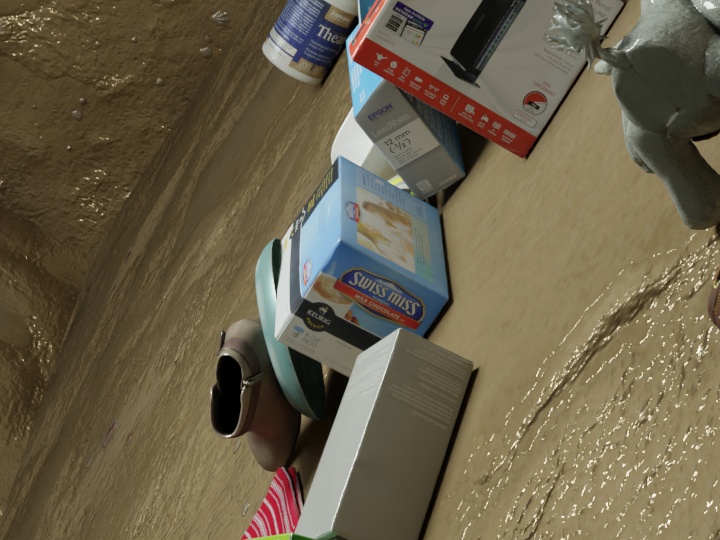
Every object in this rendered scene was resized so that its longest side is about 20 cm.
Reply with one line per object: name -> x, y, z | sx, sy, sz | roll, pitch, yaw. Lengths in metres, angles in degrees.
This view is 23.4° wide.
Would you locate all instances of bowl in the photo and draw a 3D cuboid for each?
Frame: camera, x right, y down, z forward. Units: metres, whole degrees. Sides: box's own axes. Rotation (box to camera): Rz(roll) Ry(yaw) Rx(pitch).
bowl -> 0.047, -0.183, 2.050 | 0.201, 0.074, 0.200 | -60, 15, 14

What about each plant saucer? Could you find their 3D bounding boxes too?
plant saucer -> -0.077, 0.066, 1.864 | 0.027, 0.201, 0.201 | -15, 28, 8

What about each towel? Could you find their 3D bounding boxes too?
towel -> -0.118, 0.317, 1.847 | 0.201, 0.022, 0.145 | -59, 16, 12

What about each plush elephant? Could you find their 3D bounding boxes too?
plush elephant -> 0.239, -0.157, 1.218 | 0.155, 0.199, 0.165 | -51, -4, -41

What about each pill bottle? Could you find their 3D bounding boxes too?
pill bottle -> -0.061, -0.402, 2.721 | 0.201, 0.110, 0.111 | -58, 16, 20

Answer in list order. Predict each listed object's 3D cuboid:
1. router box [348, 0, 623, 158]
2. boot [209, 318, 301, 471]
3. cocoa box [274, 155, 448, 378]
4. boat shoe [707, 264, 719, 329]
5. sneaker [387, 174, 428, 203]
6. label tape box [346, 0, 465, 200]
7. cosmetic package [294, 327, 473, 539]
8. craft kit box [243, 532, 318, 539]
router box -> 0.117, -0.234, 1.649 | 0.180, 0.199, 0.049 | -58, 15, 18
boot -> -0.119, 0.146, 1.856 | 0.146, 0.070, 0.202 | -47, -45, -67
cocoa box -> 0.000, 0.000, 1.773 | 0.132, 0.133, 0.200 | -55, 16, 24
boat shoe -> 0.270, -0.048, 1.061 | 0.201, 0.070, 0.070 | -62, 19, 5
sneaker -> 0.011, -0.031, 1.937 | 0.200, 0.075, 0.077 | -42, 16, 30
label tape box -> 0.030, -0.193, 1.836 | 0.066, 0.200, 0.144 | -29, 37, 19
cosmetic package -> 0.019, 0.164, 1.529 | 0.107, 0.090, 0.201 | -34, 35, 63
craft kit box -> -0.098, 0.329, 1.483 | 0.200, 0.048, 0.199 | 155, 128, -65
